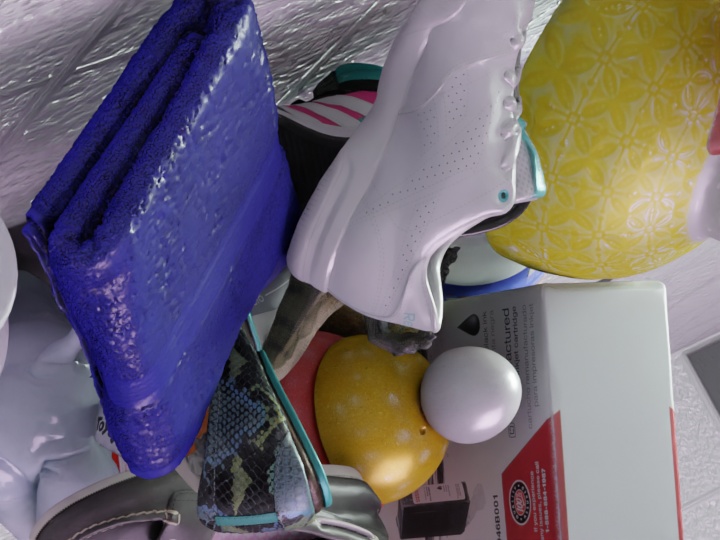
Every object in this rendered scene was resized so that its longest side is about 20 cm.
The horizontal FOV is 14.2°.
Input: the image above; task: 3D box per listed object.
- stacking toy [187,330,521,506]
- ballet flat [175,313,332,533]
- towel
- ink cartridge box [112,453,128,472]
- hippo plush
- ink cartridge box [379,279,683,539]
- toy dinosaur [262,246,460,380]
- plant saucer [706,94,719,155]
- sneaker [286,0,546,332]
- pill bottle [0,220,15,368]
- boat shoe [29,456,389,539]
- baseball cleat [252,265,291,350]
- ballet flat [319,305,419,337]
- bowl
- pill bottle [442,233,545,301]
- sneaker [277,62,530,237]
[{"bbox_3d":[-0.004,0.081,1.487,0.200,0.146,0.146,-14,-179,36],"label":"stacking toy"},{"bbox_3d":[-0.071,0.045,1.325,0.074,0.200,0.074,-9,127,-12],"label":"ballet flat"},{"bbox_3d":[-0.080,-0.017,1.202,0.200,0.049,0.148,82,31,-61],"label":"towel"},{"bbox_3d":[-0.143,0.119,1.561,0.047,0.160,0.200,-4,-171,-2],"label":"ink cartridge box"},{"bbox_3d":[-0.201,0.093,1.407,0.161,0.160,0.200,-14,-174,-16],"label":"hippo plush"},{"bbox_3d":[0.077,0.086,1.554,0.084,0.145,0.200,0,174,-31],"label":"ink cartridge box"},{"bbox_3d":[0.000,0.000,1.448,0.047,0.088,0.200,-48,-161,61],"label":"toy dinosaur"},{"bbox_3d":[0.244,-0.152,1.380,0.200,0.037,0.200,-13,121,-59],"label":"plant saucer"},{"bbox_3d":[0.049,-0.068,1.280,0.200,0.088,0.075,-63,172,9],"label":"sneaker"},{"bbox_3d":[-0.206,0.033,1.153,0.112,0.112,0.200,-23,171,-31],"label":"pill bottle"},{"bbox_3d":[-0.062,0.129,1.375,0.200,0.057,0.067,0,136,-42],"label":"boat shoe"},{"bbox_3d":[-0.065,-0.021,1.480,0.070,0.107,0.200,-20,-155,22],"label":"baseball cleat"},{"bbox_3d":[-0.028,0.017,1.587,0.071,0.071,0.200,-22,-167,-34],"label":"ballet flat"},{"bbox_3d":[0.160,-0.072,1.458,0.200,0.108,0.200,-45,153,-31],"label":"bowl"},{"bbox_3d":[0.059,-0.041,1.596,0.112,0.112,0.200,-28,171,-2],"label":"pill bottle"},{"bbox_3d":[-0.027,-0.055,1.374,0.200,0.084,0.121,1,-171,-15],"label":"sneaker"}]
